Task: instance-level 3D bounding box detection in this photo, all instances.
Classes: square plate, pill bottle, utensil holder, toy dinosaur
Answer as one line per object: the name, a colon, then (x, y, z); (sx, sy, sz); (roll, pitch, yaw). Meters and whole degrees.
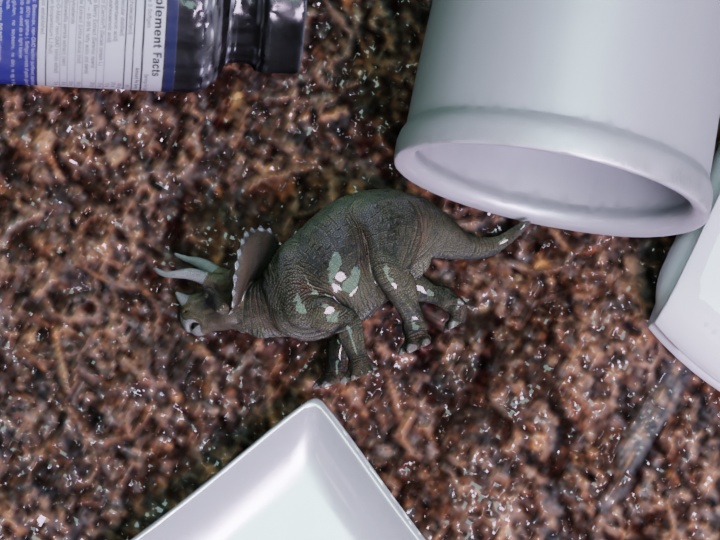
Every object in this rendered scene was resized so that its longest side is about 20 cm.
square plate: (-0.043, 0.205, 1.588); (0.200, 0.028, 0.198); (-37, 87, -10)
pill bottle: (-0.130, -0.152, 1.591); (0.199, 0.112, 0.112); (2, 81, -6)
utensil holder: (0.119, -0.136, 1.588); (0.169, 0.170, 0.201); (12, 78, -4)
toy dinosaur: (0.000, 0.000, 1.600); (0.200, 0.077, 0.103); (-25, 92, -6)

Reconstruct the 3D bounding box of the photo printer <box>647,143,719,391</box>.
photo printer: (0.260, -0.012, 1.629); (0.166, 0.069, 0.200); (27, 80, -1)
